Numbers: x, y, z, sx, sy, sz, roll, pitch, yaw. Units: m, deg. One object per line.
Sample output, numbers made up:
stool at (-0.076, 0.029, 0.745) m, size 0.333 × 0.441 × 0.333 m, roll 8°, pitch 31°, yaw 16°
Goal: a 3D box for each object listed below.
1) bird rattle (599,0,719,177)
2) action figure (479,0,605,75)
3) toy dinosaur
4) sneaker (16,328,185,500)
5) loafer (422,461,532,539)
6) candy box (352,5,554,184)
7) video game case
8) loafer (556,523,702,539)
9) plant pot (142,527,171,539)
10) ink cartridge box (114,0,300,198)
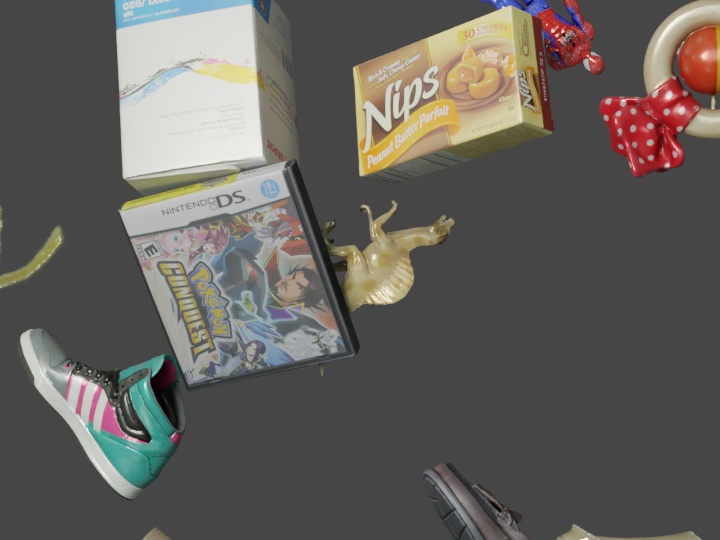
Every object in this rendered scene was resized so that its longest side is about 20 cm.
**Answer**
bird rattle at (0.324, -0.170, 1.397) m, size 0.200 × 0.113 × 0.163 m, roll 2°, pitch 97°, yaw 24°
action figure at (0.162, -0.264, 1.466) m, size 0.200 × 0.099 × 0.065 m, roll 44°, pitch 90°, yaw 16°
toy dinosaur at (0.000, 0.000, 1.459) m, size 0.200 × 0.058 × 0.101 m, roll -45°, pitch 73°, yaw 0°
sneaker at (-0.241, 0.111, 1.473) m, size 0.121 × 0.084 × 0.200 m, roll -40°, pitch 79°, yaw 7°
loafer at (0.135, 0.253, 1.371) m, size 0.063 × 0.072 × 0.200 m, roll -33°, pitch 77°, yaw -17°
candy box at (0.084, -0.164, 1.433) m, size 0.200 × 0.055 × 0.116 m, roll -16°, pitch 71°, yaw 41°
video game case at (-0.115, 0.008, 1.434) m, size 0.180 × 0.026 × 0.200 m, roll -13°, pitch 109°, yaw 16°
loafer at (0.272, 0.261, 1.329) m, size 0.200 × 0.076 × 0.068 m, roll 19°, pitch 80°, yaw 7°
plant pot at (-0.153, 0.367, 1.359) m, size 0.200 × 0.187 × 0.188 m, roll 32°, pitch 86°, yaw 4°
ink cartridge box at (-0.149, -0.171, 1.486) m, size 0.144 × 0.147 × 0.200 m, roll -8°, pitch 75°, yaw 11°
